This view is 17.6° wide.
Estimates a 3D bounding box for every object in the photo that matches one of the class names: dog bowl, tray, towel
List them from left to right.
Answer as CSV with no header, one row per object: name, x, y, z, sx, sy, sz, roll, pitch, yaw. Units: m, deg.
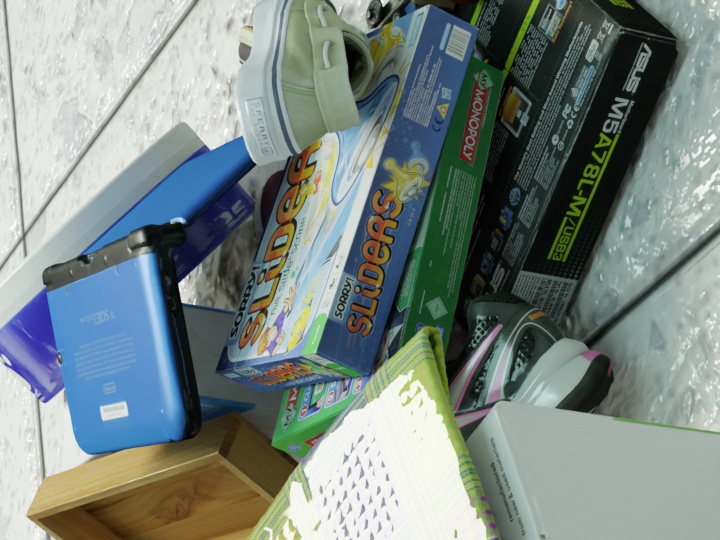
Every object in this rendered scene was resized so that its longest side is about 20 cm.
dog bowl,-0.166,-0.005,1.563,0.200,0.079,0.200,-43,3,3
tray,-0.113,0.150,1.472,0.200,0.099,0.037,-20,37,45
towel,-0.001,0.138,1.091,0.200,0.023,0.144,-55,37,32

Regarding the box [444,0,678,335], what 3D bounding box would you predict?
box,0.081,-0.081,1.297,0.200,0.047,0.193,-69,28,21

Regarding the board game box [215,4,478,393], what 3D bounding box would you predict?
board game box,-0.008,-0.036,1.265,0.135,0.034,0.200,-16,53,63

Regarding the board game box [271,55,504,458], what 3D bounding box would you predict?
board game box,0.015,-0.006,1.267,0.135,0.029,0.200,-31,41,57

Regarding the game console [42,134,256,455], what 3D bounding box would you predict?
game console,-0.102,0.011,1.369,0.200,0.118,0.171,-17,84,66

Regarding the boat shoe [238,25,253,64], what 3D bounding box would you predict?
boat shoe,-0.030,-0.103,1.475,0.200,0.072,0.065,36,108,52

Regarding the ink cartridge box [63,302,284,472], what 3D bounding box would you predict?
ink cartridge box,-0.120,0.094,1.526,0.200,0.116,0.068,-38,49,50

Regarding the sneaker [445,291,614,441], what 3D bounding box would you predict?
sneaker,0.050,0.090,1.244,0.086,0.080,0.200,48,117,19

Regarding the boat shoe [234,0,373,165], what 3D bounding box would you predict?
boat shoe,-0.023,-0.105,1.243,0.200,0.062,0.072,-83,-18,-65

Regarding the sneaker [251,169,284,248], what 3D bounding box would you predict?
sneaker,0.000,0.000,1.393,0.090,0.075,0.200,-55,46,37

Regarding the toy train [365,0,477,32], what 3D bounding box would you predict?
toy train,0.060,-0.172,1.285,0.200,0.034,0.046,-44,54,45

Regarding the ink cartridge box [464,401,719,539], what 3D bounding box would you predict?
ink cartridge box,0.084,0.161,1.112,0.200,0.145,0.084,-55,38,38
